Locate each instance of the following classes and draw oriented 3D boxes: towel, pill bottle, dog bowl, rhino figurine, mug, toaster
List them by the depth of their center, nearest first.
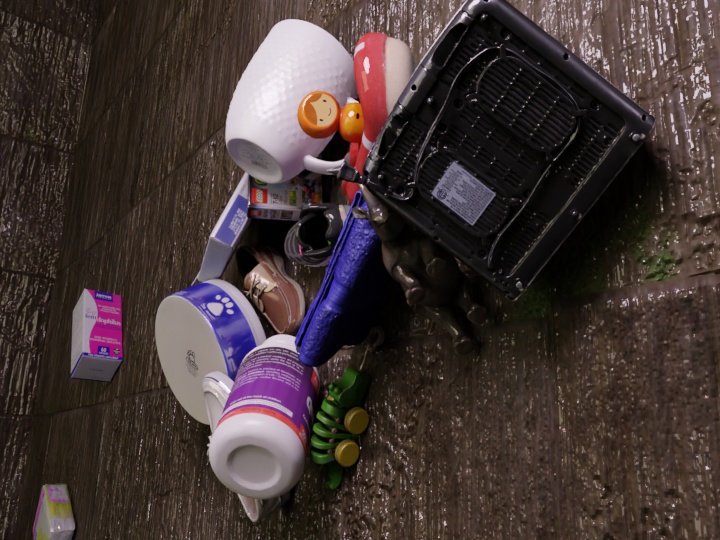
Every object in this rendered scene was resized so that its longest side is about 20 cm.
[{"bbox_3d":[0.106,-0.108,0.555,0.183,0.198,0.119,-54,3,20],"label":"toaster"},{"bbox_3d":[0.052,-0.011,0.625,0.059,0.200,0.088,-36,33,10],"label":"rhino figurine"},{"bbox_3d":[0.000,0.000,0.731,0.049,0.147,0.204,31,108,16],"label":"towel"},{"bbox_3d":[-0.109,0.168,0.813,0.114,0.110,0.202,-56,11,27],"label":"pill bottle"},{"bbox_3d":[-0.078,-0.203,0.884,0.179,0.195,0.149,-62,-7,-22],"label":"mug"},{"bbox_3d":[-0.225,0.122,0.995,0.196,0.078,0.207,18,117,39],"label":"dog bowl"}]

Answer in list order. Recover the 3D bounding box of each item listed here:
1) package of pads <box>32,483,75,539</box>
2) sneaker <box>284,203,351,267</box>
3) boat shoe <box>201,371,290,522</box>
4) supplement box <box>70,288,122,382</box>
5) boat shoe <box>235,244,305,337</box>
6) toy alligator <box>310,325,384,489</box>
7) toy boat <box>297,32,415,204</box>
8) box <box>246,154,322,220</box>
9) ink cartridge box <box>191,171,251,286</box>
[{"bbox_3d":[-0.808,0.679,1.740,0.199,0.067,0.159,36,110,53],"label":"package of pads"},{"bbox_3d":[-0.058,-0.049,0.867,0.197,0.085,0.077,-8,81,53],"label":"sneaker"},{"bbox_3d":[-0.169,0.235,0.879,0.070,0.069,0.204,-31,86,46],"label":"boat shoe"},{"bbox_3d":[-0.668,0.164,1.675,0.104,0.099,0.204,-48,44,34],"label":"supplement box"},{"bbox_3d":[-0.140,0.029,0.981,0.077,0.070,0.201,-62,37,20],"label":"boat shoe"},{"bbox_3d":[-0.023,0.160,0.784,0.059,0.053,0.206,22,98,54],"label":"toy alligator"},{"bbox_3d":[-0.009,-0.171,0.754,0.202,0.126,0.134,108,168,-51],"label":"toy boat"},{"bbox_3d":[-0.111,-0.173,0.969,0.035,0.106,0.207,121,148,-65],"label":"box"},{"bbox_3d":[-0.193,-0.080,1.041,0.200,0.040,0.204,-46,19,60],"label":"ink cartridge box"}]
